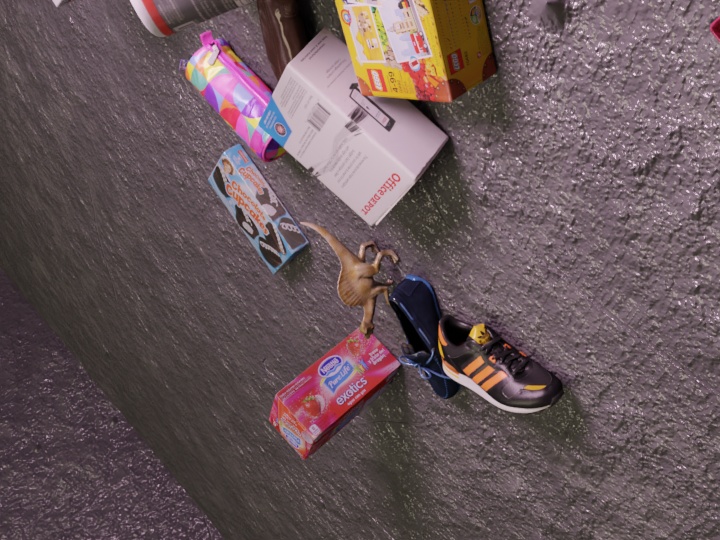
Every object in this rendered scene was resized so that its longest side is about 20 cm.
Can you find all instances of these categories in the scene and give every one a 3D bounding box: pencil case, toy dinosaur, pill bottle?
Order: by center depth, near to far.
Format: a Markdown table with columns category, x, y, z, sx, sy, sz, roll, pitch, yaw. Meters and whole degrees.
| category | x | y | z | sx | sy | sz | roll | pitch | yaw |
| --- | --- | --- | --- | --- | --- | --- | --- | --- | --- |
| pill bottle | -0.148 | -0.335 | 0.925 | 0.116 | 0.198 | 0.117 | -20 | -90 | -85 |
| toy dinosaur | 0.000 | 0.000 | 1.252 | 0.058 | 0.101 | 0.202 | 0 | 120 | 56 |
| pencil case | -0.172 | -0.249 | 1.277 | 0.200 | 0.088 | 0.089 | 47 | 150 | 12 |

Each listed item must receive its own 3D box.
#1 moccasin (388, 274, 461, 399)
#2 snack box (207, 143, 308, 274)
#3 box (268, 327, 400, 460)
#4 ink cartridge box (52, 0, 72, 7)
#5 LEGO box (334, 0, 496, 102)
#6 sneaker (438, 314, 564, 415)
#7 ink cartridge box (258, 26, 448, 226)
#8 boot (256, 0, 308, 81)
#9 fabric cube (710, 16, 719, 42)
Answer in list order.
| category | x | y | z | sx | sy | sz | roll | pitch | yaw |
| --- | --- | --- | --- | --- | --- | --- | --- | --- | --- |
| moccasin | 0.084 | 0.104 | 1.266 | 0.080 | 0.068 | 0.202 | 5 | 124 | 54 |
| snack box | -0.174 | -0.100 | 1.472 | 0.201 | 0.037 | 0.116 | 55 | 150 | 2 |
| box | -0.042 | 0.194 | 1.407 | 0.095 | 0.199 | 0.100 | 44 | 149 | 15 |
| ink cartridge box | -0.351 | -0.477 | 1.190 | 0.145 | 0.199 | 0.146 | -12 | 110 | 59 |
| LEGO box | 0.046 | -0.288 | 0.920 | 0.148 | 0.077 | 0.202 | 17 | 133 | 48 |
| sneaker | 0.172 | 0.117 | 1.146 | 0.199 | 0.070 | 0.091 | 20 | 139 | 48 |
| ink cartridge box | -0.012 | -0.170 | 1.077 | 0.200 | 0.085 | 0.146 | 41 | 151 | -4 |
| boot | -0.077 | -0.306 | 1.095 | 0.186 | 0.064 | 0.202 | 41 | 147 | 49 |
| fabric cube | 0.363 | -0.142 | 0.478 | 0.201 | 0.199 | 0.196 | 55 | 149 | 0 |
